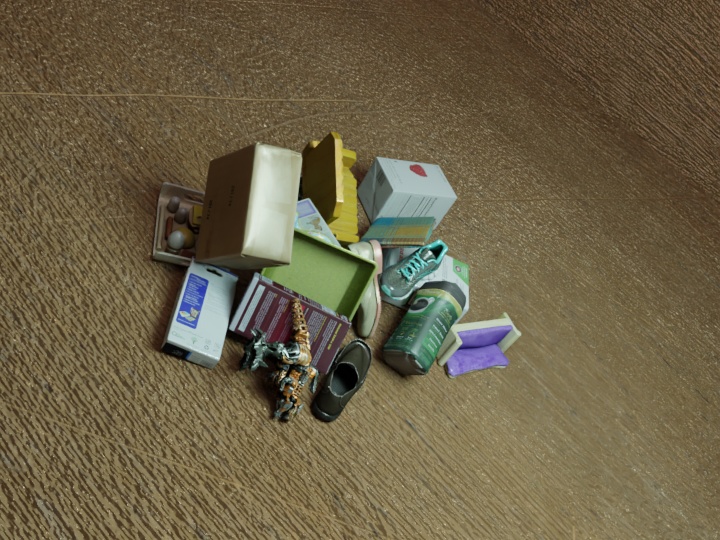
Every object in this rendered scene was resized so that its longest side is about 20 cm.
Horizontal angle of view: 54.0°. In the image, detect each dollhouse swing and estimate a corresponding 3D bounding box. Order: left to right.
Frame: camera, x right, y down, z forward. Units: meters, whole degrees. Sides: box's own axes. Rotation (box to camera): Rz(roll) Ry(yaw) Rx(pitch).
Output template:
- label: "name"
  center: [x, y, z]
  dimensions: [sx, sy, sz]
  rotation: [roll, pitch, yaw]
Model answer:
- label: "dollhouse swing"
  center: [-0.031, -0.165, 1.447]
  dimensions: [0.180, 0.175, 0.202]
  rotation: [8, 74, -39]

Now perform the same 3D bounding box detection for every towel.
- label: "towel"
  center: [0.083, -0.082, 1.535]
  dimensions: [0.145, 0.022, 0.200]
  rotation: [0, 19, 13]

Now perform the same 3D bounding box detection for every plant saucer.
- label: "plant saucer"
  center: [-0.095, 0.026, 1.350]
  dimensions: [0.198, 0.201, 0.048]
  rotation: [23, 20, -14]

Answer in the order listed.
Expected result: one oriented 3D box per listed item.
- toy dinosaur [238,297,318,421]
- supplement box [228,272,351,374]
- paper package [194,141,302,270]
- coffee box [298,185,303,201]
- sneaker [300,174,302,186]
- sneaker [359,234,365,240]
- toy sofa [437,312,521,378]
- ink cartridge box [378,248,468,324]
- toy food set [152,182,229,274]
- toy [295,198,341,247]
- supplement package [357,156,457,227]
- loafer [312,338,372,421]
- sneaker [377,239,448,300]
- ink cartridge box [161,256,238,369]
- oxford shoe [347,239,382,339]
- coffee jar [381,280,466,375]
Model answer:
- label: "toy dinosaur"
  center: [-0.135, 0.155, 1.239]
  dimensions: [0.134, 0.102, 0.202]
  rotation: [14, 56, -20]
- label: "supplement box"
  center: [-0.129, 0.097, 1.299]
  dimensions: [0.199, 0.110, 0.061]
  rotation: [27, 4, -10]
- label: "paper package"
  center: [-0.203, -0.109, 1.276]
  dimensions: [0.103, 0.190, 0.202]
  rotation: [12, 79, -38]
- label: "coffee box"
  center: [-0.134, -0.099, 1.503]
  dimensions: [0.201, 0.044, 0.123]
  rotation: [56, 41, -3]
- label: "sneaker"
  center: [-0.125, -0.203, 1.578]
  dimensions: [0.198, 0.140, 0.078]
  rotation: [22, 41, -15]
- label: "sneaker"
  center: [0.000, 0.000, 1.533]
  dimensions: [0.082, 0.074, 0.201]
  rotation: [44, 41, -15]
- label: "toy sofa"
  center: [0.255, 0.160, 1.532]
  dimensions: [0.198, 0.083, 0.098]
  rotation: [-3, 51, -37]
- label: "ink cartridge box"
  center: [0.139, 0.022, 1.584]
  dimensions: [0.198, 0.084, 0.146]
  rotation: [24, 42, -13]
- label: "toy food set"
  center: [-0.325, -0.085, 1.386]
  dimensions: [0.142, 0.061, 0.201]
  rotation: [14, 45, -23]
- label: "toy"
  center: [-0.106, -0.043, 1.378]
  dimensions: [0.047, 0.114, 0.201]
  rotation: [-82, 150, -47]
- label: "supplement package"
  center: [0.114, -0.189, 1.747]
  dimensions: [0.198, 0.120, 0.122]
  rotation: [1, 49, -34]
- label: "loafer"
  center: [-0.020, 0.194, 1.315]
  dimensions: [0.073, 0.072, 0.201]
  rotation: [32, 40, -3]
- label: "sneaker"
  center: [0.112, -0.011, 1.465]
  dimensions: [0.078, 0.091, 0.200]
  rotation: [45, 44, 11]
- label: "ink cartridge box"
  center: [-0.285, 0.073, 1.269]
  dimensions: [0.099, 0.039, 0.201]
  rotation: [26, 43, -20]
- label: "oxford shoe"
  center: [-0.002, 0.040, 1.417]
  dimensions: [0.073, 0.202, 0.071]
  rotation: [-4, 9, -25]
- label: "coffee jar"
  center: [0.132, 0.111, 1.428]
  dimensions: [0.085, 0.104, 0.201]
  rotation: [50, 59, -26]
